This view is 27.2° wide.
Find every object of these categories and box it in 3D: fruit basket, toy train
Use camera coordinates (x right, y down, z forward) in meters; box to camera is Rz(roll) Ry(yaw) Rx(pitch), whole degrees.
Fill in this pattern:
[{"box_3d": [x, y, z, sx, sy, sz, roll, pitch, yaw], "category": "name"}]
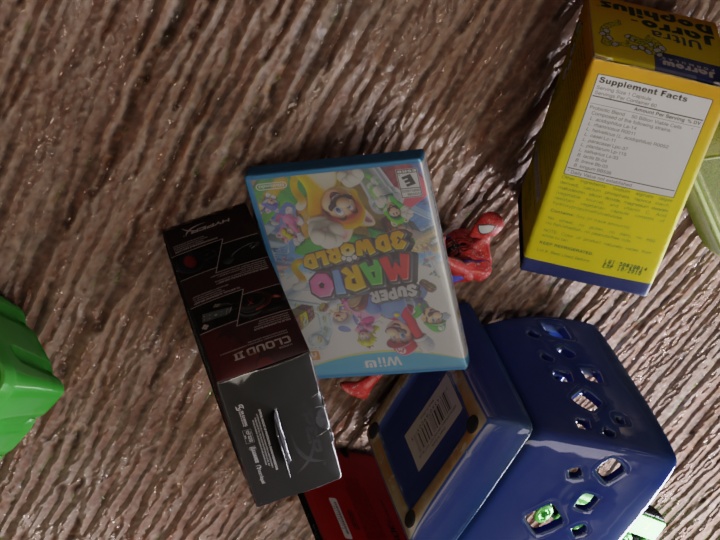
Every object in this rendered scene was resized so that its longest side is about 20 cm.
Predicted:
[{"box_3d": [-0.355, 0.088, 1.098, 0.215, 0.156, 0.216, -26, 149, -17], "category": "fruit basket"}, {"box_3d": [0.246, 0.252, 1.563, 0.200, 0.042, 0.056, 25, 106, -37], "category": "toy train"}]

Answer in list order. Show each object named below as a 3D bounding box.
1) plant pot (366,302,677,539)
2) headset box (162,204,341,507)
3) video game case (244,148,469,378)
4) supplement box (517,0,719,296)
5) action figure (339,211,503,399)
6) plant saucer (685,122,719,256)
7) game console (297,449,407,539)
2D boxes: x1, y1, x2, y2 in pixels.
[{"box_3d": [0.127, 0.156, 1.324, 0.179, 0.200, 0.200, 17, 119, -28], "category": "plant pot"}, {"box_3d": [-0.082, 0.071, 1.152, 0.075, 0.200, 0.149, -19, 134, -8], "category": "headset box"}, {"box_3d": [0.000, 0.000, 1.185, 0.143, 0.018, 0.200, -5, 123, 15], "category": "video game case"}, {"box_3d": [0.202, -0.097, 1.174, 0.109, 0.110, 0.200, 12, 126, -4], "category": "supplement box"}, {"box_3d": [0.034, 0.015, 1.246, 0.200, 0.065, 0.099, -45, 135, 18], "category": "action figure"}, {"box_3d": [0.358, -0.077, 1.255, 0.199, 0.048, 0.200, -7, 140, 27], "category": "plant saucer"}, {"box_3d": [0.006, 0.275, 1.364, 0.172, 0.200, 0.119, 14, 121, -32], "category": "game console"}]
